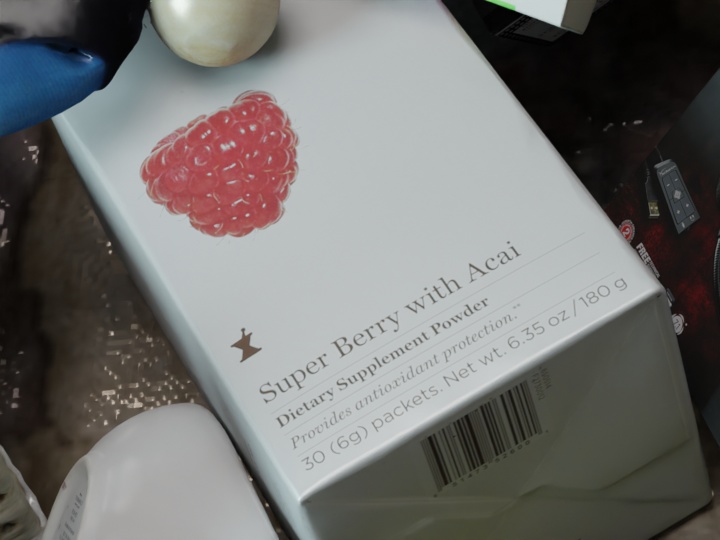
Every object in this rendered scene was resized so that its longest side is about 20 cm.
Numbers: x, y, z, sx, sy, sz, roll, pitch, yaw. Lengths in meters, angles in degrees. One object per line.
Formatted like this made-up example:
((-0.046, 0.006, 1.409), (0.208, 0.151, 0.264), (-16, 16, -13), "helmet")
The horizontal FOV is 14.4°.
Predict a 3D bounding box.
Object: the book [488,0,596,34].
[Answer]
((-0.003, -0.165, 0.850), (0.199, 0.048, 0.134), (23, 97, 20), "book")

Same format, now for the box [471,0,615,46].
((0.087, -0.190, 0.872), (0.200, 0.044, 0.161), (-36, 73, 22), "box")

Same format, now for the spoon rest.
((-0.052, 0.094, 0.801), (0.060, 0.200, 0.100), (19, 93, -14), "spoon rest")

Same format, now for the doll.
((-0.121, -0.098, 0.841), (0.199, 0.049, 0.137), (11, 64, 5), "doll")

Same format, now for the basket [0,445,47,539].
((-0.231, 0.046, 0.875), (0.198, 0.161, 0.200), (-33, 56, -11), "basket")

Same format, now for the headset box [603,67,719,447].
((0.175, -0.025, 0.801), (0.200, 0.077, 0.149), (-53, 46, 32), "headset box")

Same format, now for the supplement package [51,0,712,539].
((0.000, 0.000, 0.870), (0.121, 0.120, 0.200), (-30, 53, -6), "supplement package")
